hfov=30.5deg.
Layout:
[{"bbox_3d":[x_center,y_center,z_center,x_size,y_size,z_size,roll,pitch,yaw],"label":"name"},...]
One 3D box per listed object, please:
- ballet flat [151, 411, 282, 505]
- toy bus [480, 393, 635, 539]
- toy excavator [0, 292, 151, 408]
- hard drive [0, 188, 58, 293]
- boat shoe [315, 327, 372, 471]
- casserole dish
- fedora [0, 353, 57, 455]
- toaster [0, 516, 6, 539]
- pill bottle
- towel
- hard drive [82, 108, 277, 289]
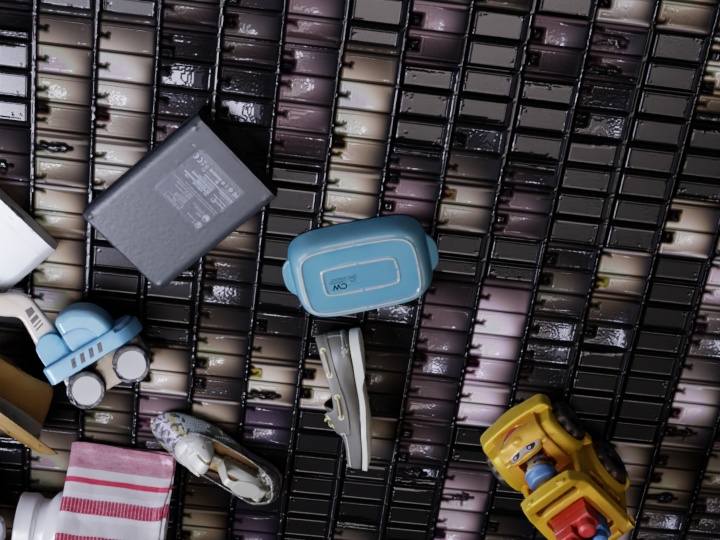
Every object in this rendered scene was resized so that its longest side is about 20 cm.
[{"bbox_3d":[-0.190,0.256,1.770,0.200,0.072,0.072,32,113,-15],"label":"ballet flat"},{"bbox_3d":[0.262,0.291,1.726,0.136,0.192,0.200,-39,110,19],"label":"toy bus"},{"bbox_3d":[-0.383,0.079,1.657,0.194,0.100,0.200,-30,98,-4],"label":"toy excavator"},{"bbox_3d":[-0.496,-0.016,1.650,0.200,0.026,0.132,-37,112,16],"label":"hard drive"},{"bbox_3d":[-0.019,0.170,1.728,0.060,0.072,0.202,-4,111,3],"label":"boat shoe"},{"bbox_3d":[0.000,0.000,1.658,0.199,0.039,0.121,-10,116,6],"label":"casserole dish"},{"bbox_3d":[-0.449,0.160,1.683,0.200,0.200,0.082,37,74,-18],"label":"fedora"},{"bbox_3d":[-0.554,0.344,1.750,0.200,0.114,0.129,38,155,-14],"label":"toaster"},{"bbox_3d":[-0.366,0.361,1.795,0.199,0.116,0.116,9,117,-5],"label":"pill bottle"},{"bbox_3d":[-0.326,0.326,1.743,0.144,0.201,0.023,7,149,-4],"label":"towel"},{"bbox_3d":[-0.221,-0.083,1.614,0.200,0.033,0.140,-37,112,17],"label":"hard drive"}]
